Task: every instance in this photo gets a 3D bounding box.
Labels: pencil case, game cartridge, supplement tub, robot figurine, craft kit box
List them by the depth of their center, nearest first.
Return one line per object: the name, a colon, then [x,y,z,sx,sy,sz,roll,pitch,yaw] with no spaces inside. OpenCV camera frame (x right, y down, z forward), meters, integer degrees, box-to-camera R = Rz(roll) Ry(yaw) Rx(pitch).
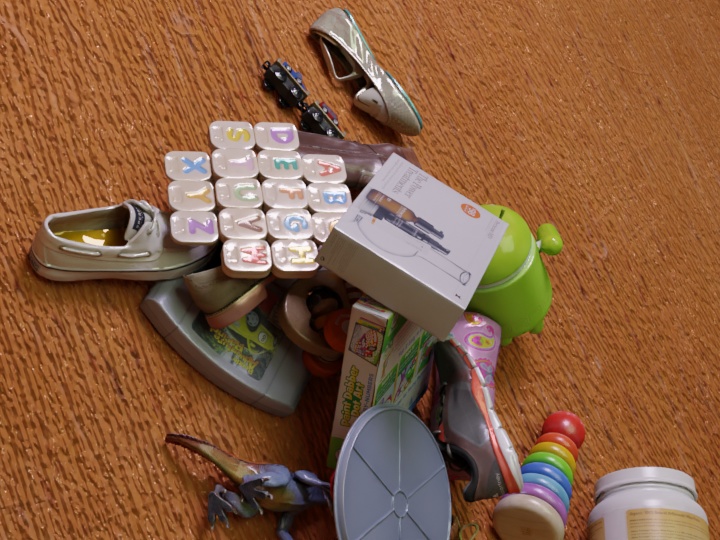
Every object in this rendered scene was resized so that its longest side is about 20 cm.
craft kit box: [0.034,0.087,1.322,0.048,0.198,0.200,21,30,16]
game cartridge: [-0.132,0.060,1.326,0.200,0.041,0.133,39,51,-15]
pencil case: [0.118,0.148,1.447,0.087,0.087,0.201,27,52,-25]
supplement tub: [0.344,0.349,1.474,0.144,0.145,0.201,22,54,-29]
robot figurine: [0.164,0.003,1.505,0.200,0.175,0.116,60,13,-45]

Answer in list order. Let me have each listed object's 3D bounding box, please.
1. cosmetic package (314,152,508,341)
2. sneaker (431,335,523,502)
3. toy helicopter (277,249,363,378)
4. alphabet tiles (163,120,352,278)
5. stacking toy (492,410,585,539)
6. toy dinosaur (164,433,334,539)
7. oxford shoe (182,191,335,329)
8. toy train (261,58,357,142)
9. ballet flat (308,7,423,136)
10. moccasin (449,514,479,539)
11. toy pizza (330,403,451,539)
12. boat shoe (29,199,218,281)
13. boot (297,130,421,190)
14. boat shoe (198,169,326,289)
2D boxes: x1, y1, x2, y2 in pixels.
cosmetic package: [0.058,-0.029,1.270,0.150,0.052,0.200,33,33,1]
sneaker: [0.106,0.160,1.345,0.077,0.082,0.201,69,-1,-54]
toy helicopter: [-0.017,0.013,1.362,0.132,0.079,0.200,45,52,5]
alphabet tiles: [-0.103,-0.077,1.289,0.195,0.015,0.201,1,54,-16]
stacking toy: [0.227,0.242,1.489,0.085,0.085,0.200,46,42,-9]
toy dinosaur: [-0.068,0.213,1.260,0.200,0.105,0.181,56,26,15]
oxford shoe: [-0.100,-0.029,1.293,0.200,0.071,0.074,-47,113,-29]
toy train: [-0.047,-0.184,1.533,0.200,0.034,0.046,48,42,-8]
ballet flat: [0.002,-0.244,1.602,0.062,0.067,0.200,-33,85,-17]
moccasin: [0.079,0.288,1.337,0.073,0.078,0.202,-20,80,-44]
toy pizza: [0.028,0.234,1.244,0.200,0.032,0.201,19,66,-51]
boat shoe: [-0.230,-0.037,1.252,0.199,0.070,0.071,-3,54,-30]
boot: [-0.011,-0.097,1.434,0.199,0.064,0.187,8,32,-27]
boat shoe: [-0.119,-0.048,1.374,0.200,0.072,0.069,32,8,-30]
